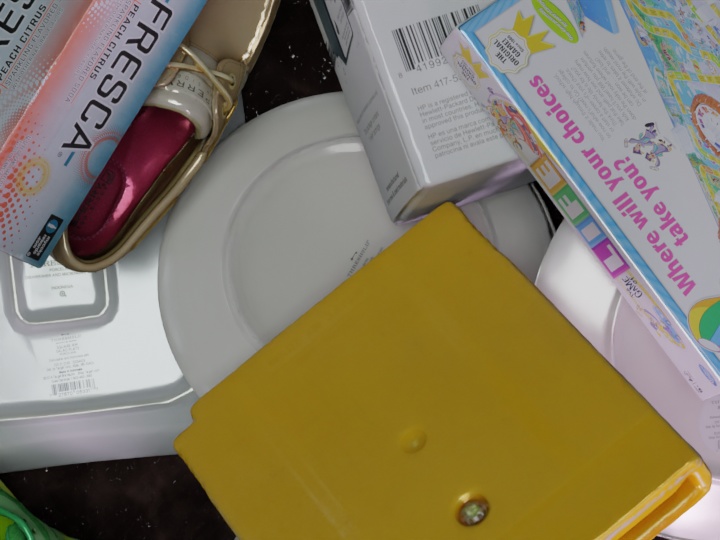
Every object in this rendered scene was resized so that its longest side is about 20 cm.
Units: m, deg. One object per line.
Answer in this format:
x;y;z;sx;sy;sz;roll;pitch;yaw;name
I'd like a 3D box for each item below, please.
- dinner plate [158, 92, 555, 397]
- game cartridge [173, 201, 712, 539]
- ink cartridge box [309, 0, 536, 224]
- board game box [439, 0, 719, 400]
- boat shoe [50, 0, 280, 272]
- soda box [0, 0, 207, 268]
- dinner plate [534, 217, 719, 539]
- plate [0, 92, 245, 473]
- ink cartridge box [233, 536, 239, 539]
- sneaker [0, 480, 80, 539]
0.000;0.000;1.066;0.200;0.024;0.200;1;71;-2;dinner plate
0.028;0.082;0.958;0.176;0.032;0.200;-38;48;-3;game cartridge
0.054;-0.142;1.039;0.146;0.086;0.200;-18;80;-13;ink cartridge box
0.149;-0.061;0.980;0.134;0.034;0.200;-35;87;-16;board game box
-0.091;-0.083;1.051;0.074;0.069;0.200;27;97;-24;boat shoe
-0.134;-0.106;1.000;0.064;0.068;0.200;34;92;34;soda box
0.175;0.032;1.016;0.200;0.024;0.200;-2;98;-13;dinner plate
-0.152;0.002;1.118;0.199;0.032;0.200;-7;89;7;plate
-0.003;0.205;0.959;0.176;0.200;0.084;17;123;17;ink cartridge box
-0.166;0.157;1.086;0.200;0.084;0.074;31;99;-4;sneaker
